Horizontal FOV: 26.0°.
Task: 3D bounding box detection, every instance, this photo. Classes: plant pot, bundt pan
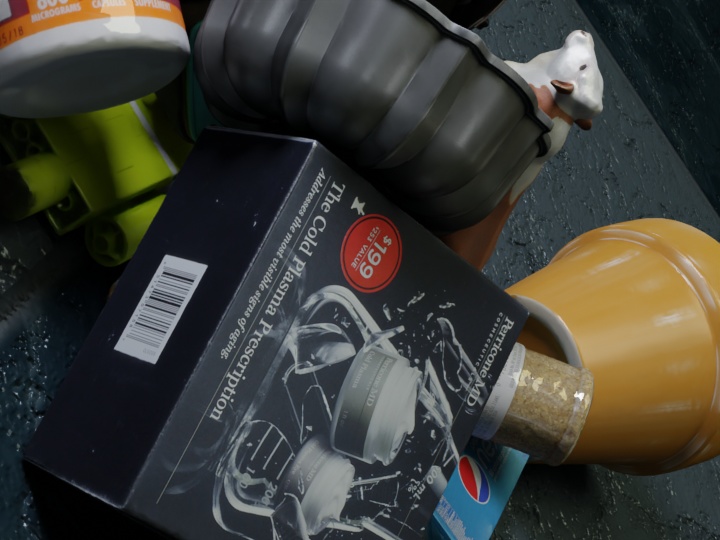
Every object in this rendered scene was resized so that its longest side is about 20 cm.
[{"bbox_3d":[0.178,0.068,1.188,0.183,0.200,0.201,-9,71,-45],"label":"plant pot"},{"bbox_3d":[-0.003,-0.084,0.819,0.202,0.202,0.076,37,77,-36],"label":"bundt pan"}]

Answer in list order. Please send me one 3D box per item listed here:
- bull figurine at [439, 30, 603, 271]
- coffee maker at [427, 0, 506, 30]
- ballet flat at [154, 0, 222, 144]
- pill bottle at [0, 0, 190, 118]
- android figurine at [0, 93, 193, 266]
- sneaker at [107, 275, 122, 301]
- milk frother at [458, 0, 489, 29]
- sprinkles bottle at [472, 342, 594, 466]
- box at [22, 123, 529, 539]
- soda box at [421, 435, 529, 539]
[{"bbox_3d":[0.064,-0.071,0.941,0.121,0.200,0.065,43,28,29],"label":"bull figurine"},{"bbox_3d":[-0.008,-0.184,0.976,0.192,0.200,0.135,-7,50,-37],"label":"coffee maker"},{"bbox_3d":[-0.091,-0.165,0.894,0.073,0.200,0.073,5,40,-5],"label":"ballet flat"},{"bbox_3d":[-0.165,-0.192,0.823,0.114,0.114,0.201,-1,74,-59],"label":"pill bottle"},{"bbox_3d":[-0.166,-0.094,0.915,0.182,0.041,0.200,58,28,-4],"label":"android figurine"},{"bbox_3d":[-0.065,-0.007,0.940,0.076,0.088,0.200,55,31,-7],"label":"sneaker"},{"bbox_3d":[-0.022,-0.236,1.128,0.180,0.188,0.201,18,49,-50],"label":"milk frother"},{"bbox_3d":[0.045,0.060,0.990,0.199,0.068,0.068,21,36,-3],"label":"sprinkles bottle"},{"bbox_3d":[-0.037,0.058,0.812,0.182,0.104,0.200,36,75,-38],"label":"box"},{"bbox_3d":[0.058,0.135,1.036,0.064,0.068,0.200,55,28,-7],"label":"soda box"}]
